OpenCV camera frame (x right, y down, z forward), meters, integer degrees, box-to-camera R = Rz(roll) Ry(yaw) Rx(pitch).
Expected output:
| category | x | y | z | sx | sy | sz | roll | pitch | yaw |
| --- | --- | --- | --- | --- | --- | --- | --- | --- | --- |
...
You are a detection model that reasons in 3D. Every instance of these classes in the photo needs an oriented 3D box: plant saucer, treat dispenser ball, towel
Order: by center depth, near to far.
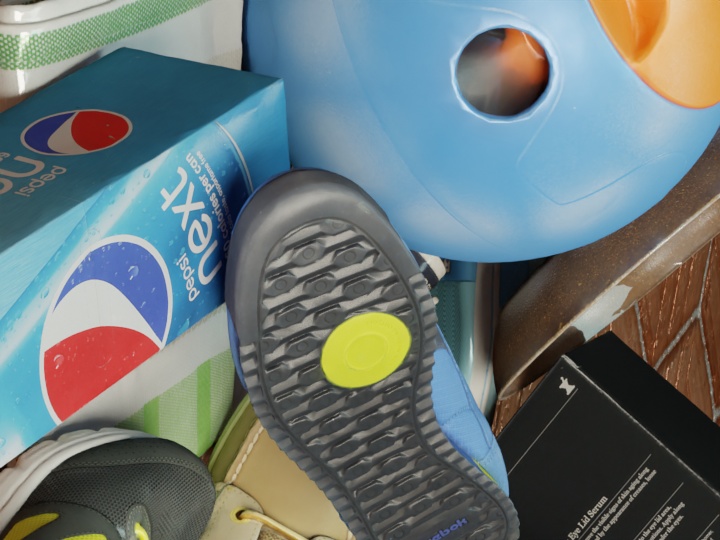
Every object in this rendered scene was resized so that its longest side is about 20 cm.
| category | x | y | z | sx | sy | sz | roll | pitch | yaw |
| --- | --- | --- | --- | --- | --- | --- | --- | --- | --- |
| towel | -0.089 | -0.009 | 0.756 | 0.149 | 0.031 | 0.201 | -32 | 129 | -59 |
| treat dispenser ball | 0.050 | -0.103 | 0.822 | 0.201 | 0.200 | 0.202 | 8 | 90 | -68 |
| plant saucer | 0.129 | -0.017 | 0.940 | 0.200 | 0.032 | 0.200 | -38 | 172 | -6 |

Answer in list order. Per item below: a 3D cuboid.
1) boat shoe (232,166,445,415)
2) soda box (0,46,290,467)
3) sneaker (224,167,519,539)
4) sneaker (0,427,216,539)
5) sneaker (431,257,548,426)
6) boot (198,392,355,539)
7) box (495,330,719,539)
| category | x | y | z | sx | sy | sz | roll | pitch | yaw |
| --- | --- | --- | --- | --- | --- | --- | --- | --- | --- |
| boat shoe | 0.000 | 0.000 | 0.909 | 0.071 | 0.070 | 0.200 | 62 | 41 | -56 |
| soda box | -0.103 | 0.002 | 0.622 | 0.200 | 0.068 | 0.064 | -38 | 133 | -46 |
| sneaker | -0.004 | 0.028 | 0.708 | 0.200 | 0.066 | 0.079 | 64 | 1 | -46 |
| sneaker | -0.099 | 0.116 | 0.664 | 0.200 | 0.084 | 0.075 | -34 | 131 | -49 |
| sneaker | 0.089 | 0.003 | 1.047 | 0.130 | 0.079 | 0.201 | 4 | 96 | -29 |
| boot | -0.038 | 0.122 | 0.759 | 0.200 | 0.073 | 0.155 | -64 | -177 | -4 |
| box | 0.100 | 0.151 | 1.005 | 0.200 | 0.141 | 0.079 | -53 | 168 | 22 |
